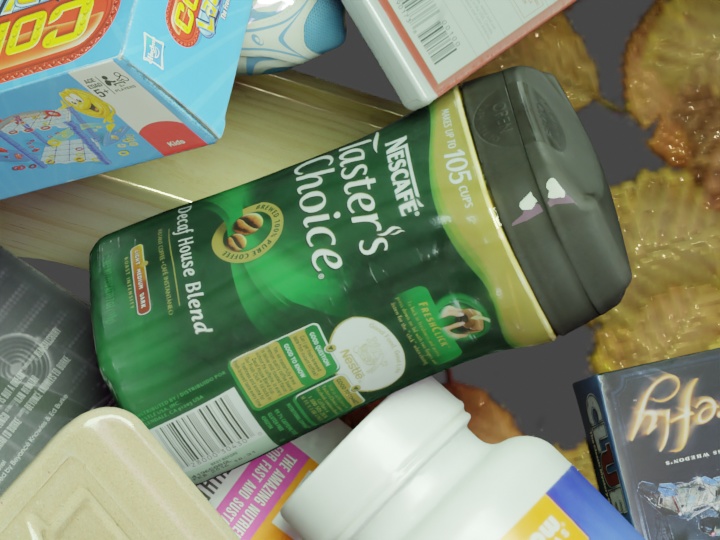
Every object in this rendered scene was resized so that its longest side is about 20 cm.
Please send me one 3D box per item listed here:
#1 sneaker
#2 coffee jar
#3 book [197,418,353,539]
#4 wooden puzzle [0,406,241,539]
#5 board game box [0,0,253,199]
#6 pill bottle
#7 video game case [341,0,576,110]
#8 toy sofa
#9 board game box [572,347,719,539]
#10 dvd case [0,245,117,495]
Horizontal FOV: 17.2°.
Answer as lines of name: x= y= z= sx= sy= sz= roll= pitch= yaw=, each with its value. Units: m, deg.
sneaker: x=-0.043 y=-0.139 z=0.984 sx=0.072 sy=0.200 sz=0.072 roll=2 pitch=124 yaw=-8
coffee jar: x=0.000 y=0.000 z=0.909 sx=0.200 sy=0.104 sz=0.085 roll=-23 pitch=130 yaw=8
book: x=-0.034 y=0.126 z=0.997 sx=0.200 sy=0.048 sz=0.134 roll=38 pitch=68 yaw=-3
wooden puzzle: x=-0.087 y=0.170 z=0.820 sx=0.185 sy=0.046 sz=0.200 roll=51 pitch=38 yaw=-9
board game box: x=-0.125 y=-0.124 z=0.919 sx=0.056 sy=0.200 sz=0.196 roll=41 pitch=48 yaw=-40
pill bottle: x=0.066 y=0.137 z=0.938 sx=0.200 sy=0.112 sz=0.112 roll=45 pitch=73 yaw=5
video game case: x=0.055 y=-0.171 z=0.913 sx=0.200 sy=0.017 sz=0.143 roll=-36 pitch=100 yaw=-28
toy sofa: x=-0.063 y=-0.043 z=1.008 sx=0.200 sy=0.098 sz=0.083 roll=17 pitch=52 yaw=-10
board game box: x=0.207 y=0.093 z=1.061 sx=0.200 sy=0.035 sz=0.136 roll=-12 pitch=83 yaw=-15
dvd case: x=-0.185 y=0.049 z=0.958 sx=0.200 sy=0.016 sz=0.149 roll=34 pitch=65 yaw=6
